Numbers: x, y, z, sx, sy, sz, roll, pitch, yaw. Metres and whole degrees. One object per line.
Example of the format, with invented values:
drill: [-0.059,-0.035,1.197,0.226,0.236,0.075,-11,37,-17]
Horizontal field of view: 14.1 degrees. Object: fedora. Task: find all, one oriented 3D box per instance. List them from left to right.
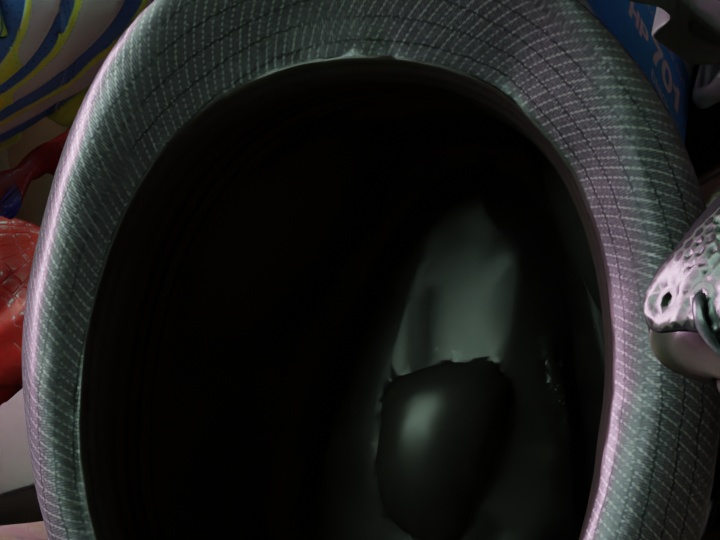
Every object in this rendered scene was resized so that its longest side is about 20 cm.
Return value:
fedora: [0.012,0.027,0.692,0.176,0.090,0.201,-5,81,23]

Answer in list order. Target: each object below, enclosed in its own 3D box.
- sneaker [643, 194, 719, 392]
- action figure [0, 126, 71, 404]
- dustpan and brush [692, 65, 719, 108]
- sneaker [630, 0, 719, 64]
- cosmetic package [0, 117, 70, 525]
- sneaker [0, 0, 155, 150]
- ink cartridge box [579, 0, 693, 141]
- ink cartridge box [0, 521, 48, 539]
sneaker: [0.111,0.017,0.555,0.114,0.076,0.200,-51,17,29]
action figure: [-0.112,0.035,0.777,0.200,0.065,0.099,-45,-2,25]
dustpan and brush: [0.123,-0.138,0.811,0.139,0.057,0.200,-12,43,60]
sneaker: [0.071,-0.103,0.659,0.088,0.200,0.074,0,76,46]
cosmetic package: [-0.103,-0.028,0.871,0.105,0.071,0.201,-18,78,51]
sneaker: [-0.109,-0.048,0.739,0.200,0.076,0.105,-24,22,51]
ink cartridge box: [0.021,-0.095,0.848,0.146,0.086,0.200,-17,34,25]
ink cartridge box: [-0.139,0.138,0.931,0.129,0.125,0.200,-51,20,24]
